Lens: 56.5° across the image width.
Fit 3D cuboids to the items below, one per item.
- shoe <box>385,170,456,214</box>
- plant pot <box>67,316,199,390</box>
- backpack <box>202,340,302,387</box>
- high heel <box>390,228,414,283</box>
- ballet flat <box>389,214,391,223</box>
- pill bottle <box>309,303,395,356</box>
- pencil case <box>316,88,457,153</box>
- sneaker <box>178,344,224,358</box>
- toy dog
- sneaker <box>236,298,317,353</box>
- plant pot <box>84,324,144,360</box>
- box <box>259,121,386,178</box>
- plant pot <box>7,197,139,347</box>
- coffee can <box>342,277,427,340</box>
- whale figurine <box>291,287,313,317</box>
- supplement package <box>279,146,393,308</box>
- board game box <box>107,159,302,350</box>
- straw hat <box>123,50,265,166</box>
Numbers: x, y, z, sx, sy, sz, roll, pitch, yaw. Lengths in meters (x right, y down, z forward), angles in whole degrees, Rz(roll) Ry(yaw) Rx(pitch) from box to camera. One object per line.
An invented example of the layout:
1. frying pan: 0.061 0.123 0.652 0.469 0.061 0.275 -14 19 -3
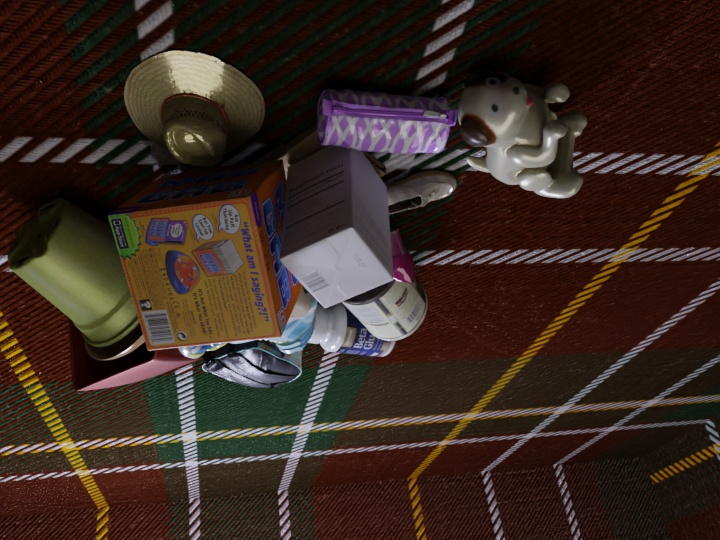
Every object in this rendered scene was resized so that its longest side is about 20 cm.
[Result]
1. shoe: 0.073 -0.120 1.122 0.197 0.054 0.070 -12 156 -14
2. plant pot: -0.415 0.112 1.275 0.198 0.203 0.176 -21 158 20
3. backpack: -0.220 0.168 1.443 0.174 0.155 0.199 -25 136 30
4. high heel: 0.000 0.000 1.178 0.198 0.097 0.067 -17 -174 35
5. ballet flat: -0.040 -0.078 1.155 0.197 0.074 0.073 -19 151 -8
6. pill bottle: -0.027 0.125 1.466 0.197 0.113 0.111 9 146 -28
7. pencil case: 0.035 -0.209 0.943 0.197 0.085 0.085 -2 -176 -15
8. sneaker: -0.233 0.089 1.099 0.104 0.077 0.200 -20 178 3
9. toy dog: 0.219 -0.211 0.971 0.192 0.142 0.199 8 166 41
10. sneaker: -0.171 0.126 1.311 0.198 0.080 0.132 -20 135 -25
11. plant pot: -0.382 0.063 1.123 0.198 0.202 0.027 -23 137 23
12. box: -0.082 -0.149 1.077 0.198 0.022 0.163 -28 145 29
13. plant pot: -0.445 -0.011 1.073 0.198 0.203 0.184 -23 135 23
14. coffee can: 0.035 0.033 1.292 0.144 0.148 0.200 -17 149 14
15. whale figurine: -0.173 0.021 1.219 0.198 0.105 0.159 1 161 35
16. supplement package: -0.033 -0.073 0.978 0.118 0.202 0.121 -23 133 21
17. board game box: -0.207 -0.028 0.972 0.196 0.200 0.203 -6 111 9
18. straw hat: -0.224 -0.190 0.907 0.198 0.086 0.202 -7 149 -4
